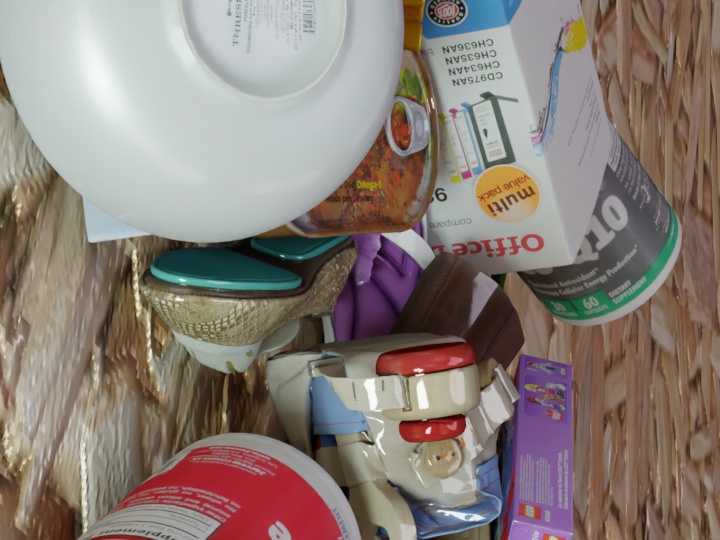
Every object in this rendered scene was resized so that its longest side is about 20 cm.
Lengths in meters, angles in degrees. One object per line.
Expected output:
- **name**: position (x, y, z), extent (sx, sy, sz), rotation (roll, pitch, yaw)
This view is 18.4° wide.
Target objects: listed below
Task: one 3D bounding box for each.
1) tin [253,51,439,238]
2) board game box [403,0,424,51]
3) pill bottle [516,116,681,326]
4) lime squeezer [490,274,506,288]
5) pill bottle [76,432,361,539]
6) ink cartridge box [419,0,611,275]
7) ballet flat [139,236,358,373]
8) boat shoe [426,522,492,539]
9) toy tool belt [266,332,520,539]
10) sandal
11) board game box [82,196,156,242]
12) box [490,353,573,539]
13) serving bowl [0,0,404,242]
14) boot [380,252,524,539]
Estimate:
- **tin**: position (-0.019, -0.073, 1.121), extent (0.199, 0.042, 0.113), rotation (-4, 93, -62)
- **board game box**: position (0.028, -0.244, 1.121), extent (0.201, 0.026, 0.201), rotation (-87, -178, -50)
- **pill bottle**: position (0.121, -0.065, 1.475), extent (0.200, 0.112, 0.114), rotation (48, 39, -33)
- **lime squeezer**: position (0.087, -0.057, 1.549), extent (0.070, 0.038, 0.202), rotation (-19, 106, -36)
- **pill bottle**: position (-0.080, 0.153, 0.946), extent (0.200, 0.111, 0.113), rotation (-40, 122, -64)
- **ink cartridge box**: position (0.048, -0.114, 1.289), extent (0.145, 0.146, 0.201), rotation (-65, 142, -53)
- **ballet flat**: position (-0.054, 0.017, 1.117), extent (0.200, 0.070, 0.066), rotation (-20, 126, -64)
- **boat shoe**: position (0.052, 0.139, 1.346), extent (0.065, 0.071, 0.202), rotation (34, 52, -63)
- **toy tool belt**: position (0.022, 0.096, 1.075), extent (0.200, 0.124, 0.124), rotation (177, -96, -77)
- **sandal**: position (0.007, -0.003, 1.236), extent (0.050, 0.082, 0.204), rotation (-122, -165, -62)
- **board game box**: position (-0.084, -0.123, 1.097), extent (0.199, 0.041, 0.202), rotation (-17, 101, -68)
- **box**: position (0.098, 0.160, 1.376), extent (0.200, 0.039, 0.138), rotation (-79, -178, -63)
- **serving bowl**: position (-0.058, -0.114, 0.985), extent (0.199, 0.066, 0.202), rotation (1, 87, -32)
- **boot**: position (0.047, 0.106, 1.253), extent (0.201, 0.064, 0.187), rotation (-60, 144, -18)
